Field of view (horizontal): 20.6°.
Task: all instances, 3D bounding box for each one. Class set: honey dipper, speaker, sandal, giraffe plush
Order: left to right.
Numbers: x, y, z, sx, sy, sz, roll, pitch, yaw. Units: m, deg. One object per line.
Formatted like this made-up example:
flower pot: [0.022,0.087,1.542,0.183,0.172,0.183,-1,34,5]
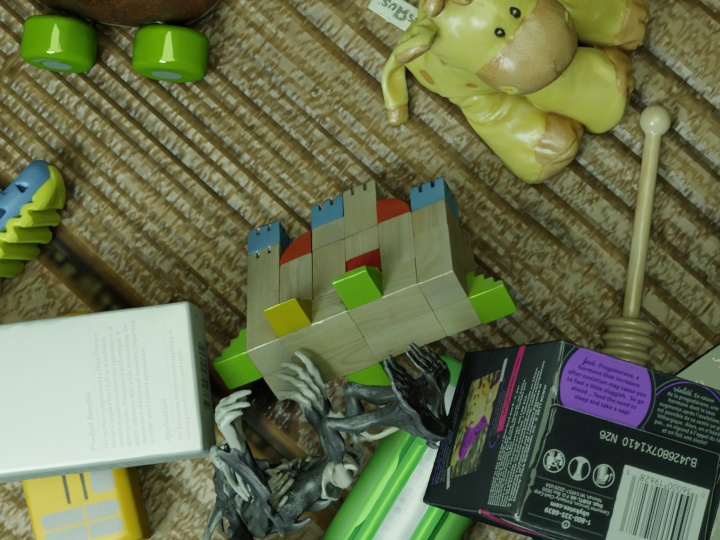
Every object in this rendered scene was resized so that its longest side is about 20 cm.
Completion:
sandal: [-0.291,-0.009,1.382,0.200,0.080,0.087,-43,79,-4]
speaker: [0.032,0.161,1.329,0.088,0.088,0.201,31,86,6]
giraffe plush: [0.095,-0.165,1.333,0.198,0.162,0.174,15,84,4]
honey dipper: [0.196,-0.017,1.376,0.038,0.038,0.202,9,81,4]

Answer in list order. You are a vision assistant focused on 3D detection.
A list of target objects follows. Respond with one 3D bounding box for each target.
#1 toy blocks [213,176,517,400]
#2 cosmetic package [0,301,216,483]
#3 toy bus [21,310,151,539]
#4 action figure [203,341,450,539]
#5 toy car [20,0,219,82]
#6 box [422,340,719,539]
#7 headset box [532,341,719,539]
toy blocks: [0.000,0.000,1.343,0.198,0.100,0.137,-21,37,15]
cosmetic package: [-0.199,0.084,1.302,0.198,0.074,0.103,-6,82,2]
toy bus: [-0.196,0.136,1.364,0.077,0.065,0.202,-14,82,0]
action figure: [-0.038,0.107,1.259,0.199,0.119,0.103,-30,95,25]
toy car: [-0.172,-0.232,1.338,0.156,0.200,0.166,5,83,4]
box: [0.129,0.112,1.193,0.121,0.200,0.107,18,83,-11]
headset box: [0.203,0.166,1.331,0.199,0.077,0.149,-36,82,-1]
